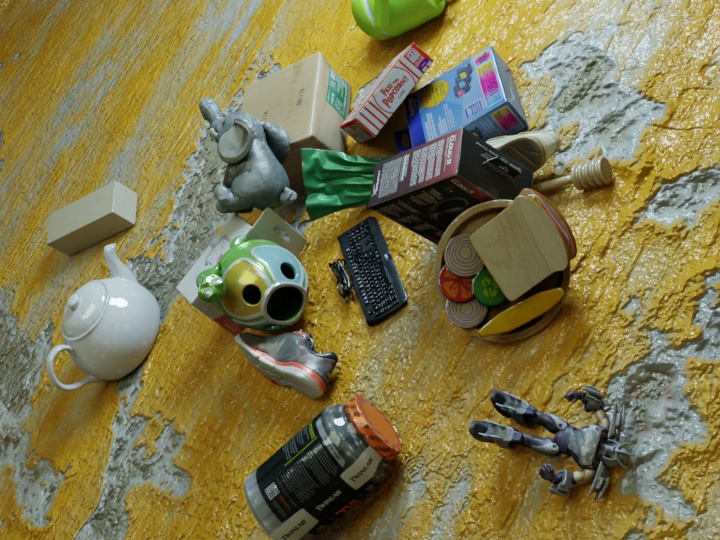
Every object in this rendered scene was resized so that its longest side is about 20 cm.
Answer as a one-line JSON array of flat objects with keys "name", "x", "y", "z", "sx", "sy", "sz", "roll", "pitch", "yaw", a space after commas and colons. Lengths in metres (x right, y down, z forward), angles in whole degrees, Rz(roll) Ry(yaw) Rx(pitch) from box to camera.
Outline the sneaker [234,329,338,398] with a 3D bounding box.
[{"name": "sneaker", "x": -0.108, "y": 0.128, "z": 1.584, "sx": 0.199, "sy": 0.077, "sz": 0.082, "roll": 22, "pitch": 63, "yaw": 39}]

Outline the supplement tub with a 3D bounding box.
[{"name": "supplement tub", "x": -0.048, "y": 0.265, "z": 1.381, "sx": 0.200, "sy": 0.122, "sz": 0.123, "roll": -42, "pitch": 42, "yaw": 11}]

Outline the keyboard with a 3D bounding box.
[{"name": "keyboard", "x": 0.000, "y": 0.000, "z": 1.592, "sx": 0.104, "sy": 0.040, "sz": 0.201, "roll": -36, "pitch": 42, "yaw": 15}]

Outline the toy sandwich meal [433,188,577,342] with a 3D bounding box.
[{"name": "toy sandwich meal", "x": 0.185, "y": -0.003, "z": 1.348, "sx": 0.202, "sy": 0.070, "sz": 0.208, "roll": 0, "pitch": 89, "yaw": 18}]

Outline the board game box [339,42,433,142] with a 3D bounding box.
[{"name": "board game box", "x": 0.039, "y": -0.282, "z": 1.682, "sx": 0.152, "sy": 0.046, "sz": 0.200, "roll": -52, "pitch": 8, "yaw": -2}]

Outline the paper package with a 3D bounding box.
[{"name": "paper package", "x": -0.118, "y": -0.253, "z": 1.831, "sx": 0.189, "sy": 0.103, "sz": 0.202, "roll": -19, "pitch": 50, "yaw": 29}]

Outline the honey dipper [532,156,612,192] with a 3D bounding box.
[{"name": "honey dipper", "x": 0.256, "y": -0.119, "z": 1.457, "sx": 0.198, "sy": 0.038, "sz": 0.038, "roll": -12, "pitch": 54, "yaw": 40}]

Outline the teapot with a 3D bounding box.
[{"name": "teapot", "x": -0.467, "y": 0.093, "z": 1.858, "sx": 0.197, "sy": 0.146, "sz": 0.201, "roll": -36, "pitch": 44, "yaw": 16}]

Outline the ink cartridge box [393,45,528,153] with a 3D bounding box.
[{"name": "ink cartridge box", "x": 0.147, "y": -0.235, "z": 1.606, "sx": 0.199, "sy": 0.076, "sz": 0.138, "roll": -30, "pitch": 45, "yaw": 24}]

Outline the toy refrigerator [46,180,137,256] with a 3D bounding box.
[{"name": "toy refrigerator", "x": -0.550, "y": -0.104, "z": 2.133, "sx": 0.198, "sy": 0.070, "sz": 0.077, "roll": -22, "pitch": 55, "yaw": 29}]

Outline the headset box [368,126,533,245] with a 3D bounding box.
[{"name": "headset box", "x": 0.132, "y": -0.114, "z": 1.442, "sx": 0.199, "sy": 0.148, "sz": 0.078, "roll": -19, "pitch": 55, "yaw": 48}]

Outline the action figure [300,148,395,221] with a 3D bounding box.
[{"name": "action figure", "x": 0.007, "y": -0.145, "z": 1.658, "sx": 0.197, "sy": 0.120, "sz": 0.055, "roll": -3, "pitch": 17, "yaw": 19}]

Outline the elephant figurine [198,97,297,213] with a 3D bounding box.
[{"name": "elephant figurine", "x": -0.187, "y": -0.199, "z": 1.699, "sx": 0.153, "sy": 0.142, "sz": 0.203, "roll": -5, "pitch": 88, "yaw": -4}]

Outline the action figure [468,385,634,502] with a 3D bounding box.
[{"name": "action figure", "x": 0.232, "y": 0.198, "z": 1.225, "sx": 0.198, "sy": 0.069, "sz": 0.131, "roll": 10, "pitch": 63, "yaw": 41}]

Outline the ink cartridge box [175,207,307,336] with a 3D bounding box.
[{"name": "ink cartridge box", "x": -0.193, "y": -0.009, "z": 1.711, "sx": 0.201, "sy": 0.116, "sz": 0.067, "roll": -51, "pitch": 41, "yaw": -2}]

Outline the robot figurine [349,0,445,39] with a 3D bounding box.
[{"name": "robot figurine", "x": 0.069, "y": -0.479, "z": 1.816, "sx": 0.198, "sy": 0.116, "sz": 0.176, "roll": -20, "pitch": 27, "yaw": 32}]

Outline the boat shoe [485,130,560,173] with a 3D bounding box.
[{"name": "boat shoe", "x": 0.203, "y": -0.160, "z": 1.514, "sx": 0.065, "sy": 0.073, "sz": 0.199, "roll": -28, "pitch": 9, "yaw": -40}]

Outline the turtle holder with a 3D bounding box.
[{"name": "turtle holder", "x": -0.160, "y": 0.020, "z": 1.607, "sx": 0.142, "sy": 0.185, "sz": 0.131, "roll": -52, "pitch": 40, "yaw": -5}]
